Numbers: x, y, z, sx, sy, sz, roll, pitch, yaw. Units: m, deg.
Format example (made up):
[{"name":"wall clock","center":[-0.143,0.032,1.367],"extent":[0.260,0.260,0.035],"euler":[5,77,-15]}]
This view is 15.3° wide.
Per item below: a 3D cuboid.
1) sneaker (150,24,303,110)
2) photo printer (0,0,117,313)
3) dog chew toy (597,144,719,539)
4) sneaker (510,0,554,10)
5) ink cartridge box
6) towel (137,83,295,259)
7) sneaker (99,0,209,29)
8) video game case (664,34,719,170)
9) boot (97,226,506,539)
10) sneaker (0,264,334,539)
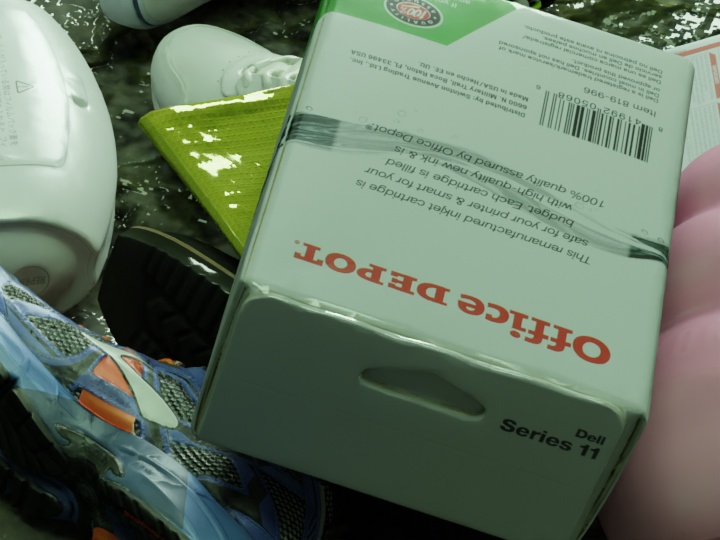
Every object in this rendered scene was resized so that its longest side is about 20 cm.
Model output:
[{"name":"sneaker","center":[-0.008,-0.066,1.131],"extent":[0.200,0.099,0.078],"euler":[33,48,26]},{"name":"photo printer","center":[-0.202,-0.046,1.106],"extent":[0.200,0.070,0.166],"euler":[-4,42,-12]},{"name":"dog chew toy","center":[0.151,0.032,1.011],"extent":[0.124,0.125,0.200],"euler":[7,53,0]},{"name":"sneaker","center":[0.063,-0.147,1.253],"extent":[0.083,0.072,0.200],"euler":[12,42,4]},{"name":"ink cartridge box","center":[0.033,-0.010,0.967],"extent":[0.146,0.083,0.200],"euler":[19,42,-2]},{"name":"towel","center":[0.000,0.000,1.018],"extent":[0.086,0.018,0.200],"euler":[-11,51,-39]},{"name":"sneaker","center":[-0.043,-0.169,1.258],"extent":[0.071,0.073,0.200],"euler":[18,40,30]},{"name":"video game case","center":[0.206,-0.061,1.148],"extent":[0.200,0.017,0.143],"euler":[-15,45,14]},{"name":"boot","center":[0.010,0.029,1.059],"extent":[0.200,0.077,0.138],"euler":[37,44,12]},{"name":"sneaker","center":[-0.091,0.060,1.007],"extent":[0.200,0.075,0.078],"euler":[42,50,21]}]
